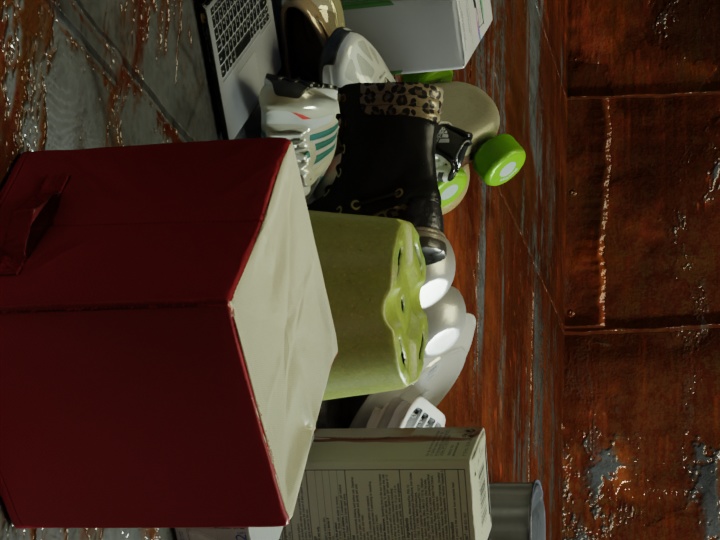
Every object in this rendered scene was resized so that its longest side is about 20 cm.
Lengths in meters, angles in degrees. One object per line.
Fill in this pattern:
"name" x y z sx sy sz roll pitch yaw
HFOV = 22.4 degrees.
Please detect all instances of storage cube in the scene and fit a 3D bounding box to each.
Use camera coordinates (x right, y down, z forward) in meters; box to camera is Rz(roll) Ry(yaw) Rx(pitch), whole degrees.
"storage cube" -0.126 0.039 1.112 0.171 0.179 0.200 -74 157 -52

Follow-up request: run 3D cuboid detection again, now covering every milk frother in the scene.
"milk frother" 0.108 0.340 2.019 0.200 0.188 0.181 74 20 -45

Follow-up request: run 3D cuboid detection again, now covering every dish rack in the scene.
"dish rack" 0.016 0.221 1.847 0.200 0.043 0.172 -66 163 -7

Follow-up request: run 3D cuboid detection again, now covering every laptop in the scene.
"laptop" -0.057 -0.236 1.561 0.187 0.116 0.200 -65 150 -60

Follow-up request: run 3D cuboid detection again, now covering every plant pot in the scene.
"plant pot" -0.047 0.027 1.425 0.200 0.184 0.201 -2 90 -76

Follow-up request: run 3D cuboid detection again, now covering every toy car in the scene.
"toy car" 0.062 -0.106 1.991 0.164 0.158 0.200 52 -34 26
"toy car" 0.000 0.000 1.725 0.175 0.150 0.200 56 -10 32

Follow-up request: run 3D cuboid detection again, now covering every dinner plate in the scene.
"dinner plate" 0.059 0.127 1.926 0.200 0.024 0.200 -42 159 -20

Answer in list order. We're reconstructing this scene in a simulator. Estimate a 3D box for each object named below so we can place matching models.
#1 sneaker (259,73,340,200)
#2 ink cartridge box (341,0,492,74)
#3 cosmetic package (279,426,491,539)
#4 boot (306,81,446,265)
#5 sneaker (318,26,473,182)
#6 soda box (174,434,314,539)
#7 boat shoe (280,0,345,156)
"sneaker" -0.055 -0.111 1.619 0.200 0.070 0.094 75 25 -82
"ink cartridge box" 0.054 -0.276 1.959 0.200 0.144 0.084 -60 144 -65
"cosmetic package" 0.010 0.198 1.609 0.087 0.199 0.104 -53 140 -70
"boot" -0.012 -0.076 1.540 0.073 0.200 0.151 20 71 -51
"sneaker" 0.044 -0.152 1.698 0.076 0.115 0.201 -63 146 -20
"soda box" -0.092 0.167 1.479 0.200 0.063 0.068 -71 157 -55
"boat shoe" -0.041 -0.173 1.735 0.065 0.071 0.200 -54 135 -54
